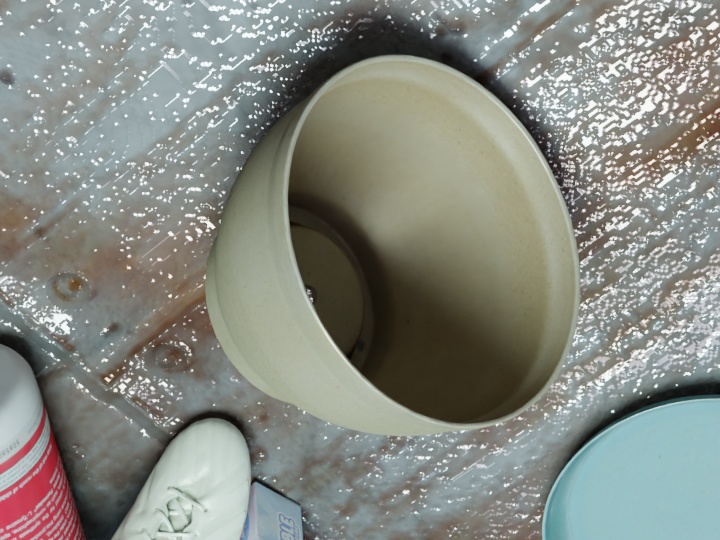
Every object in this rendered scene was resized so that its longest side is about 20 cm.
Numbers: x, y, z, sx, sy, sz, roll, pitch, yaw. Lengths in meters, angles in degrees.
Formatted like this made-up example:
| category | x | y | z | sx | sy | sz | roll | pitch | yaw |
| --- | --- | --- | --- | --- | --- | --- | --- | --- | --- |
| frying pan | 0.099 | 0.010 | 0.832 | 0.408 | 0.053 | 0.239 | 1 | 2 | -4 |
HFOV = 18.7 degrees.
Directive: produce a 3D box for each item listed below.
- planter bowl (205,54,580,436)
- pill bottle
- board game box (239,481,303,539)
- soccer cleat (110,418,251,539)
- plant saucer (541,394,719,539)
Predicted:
| category | x | y | z | sx | sy | sz | roll | pitch | yaw |
| --- | --- | --- | --- | --- | --- | --- | --- | --- | --- |
| planter bowl | 0.000 | 0.000 | 1.178 | 0.200 | 0.200 | 0.135 | 40 | 143 | -23 |
| pill bottle | -0.226 | 0.150 | 1.315 | 0.112 | 0.112 | 0.200 | -8 | 124 | 6 |
| board game box | -0.107 | 0.263 | 1.336 | 0.043 | 0.200 | 0.199 | 31 | 120 | -26 |
| soccer cleat | -0.127 | 0.180 | 1.311 | 0.069 | 0.078 | 0.200 | 27 | 89 | 25 |
| plant saucer | 0.212 | 0.151 | 1.360 | 0.200 | 0.027 | 0.200 | 0 | 124 | 0 |
